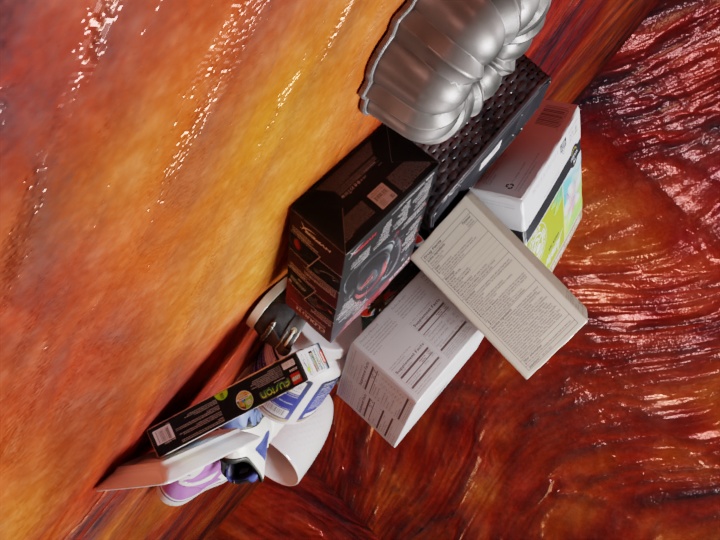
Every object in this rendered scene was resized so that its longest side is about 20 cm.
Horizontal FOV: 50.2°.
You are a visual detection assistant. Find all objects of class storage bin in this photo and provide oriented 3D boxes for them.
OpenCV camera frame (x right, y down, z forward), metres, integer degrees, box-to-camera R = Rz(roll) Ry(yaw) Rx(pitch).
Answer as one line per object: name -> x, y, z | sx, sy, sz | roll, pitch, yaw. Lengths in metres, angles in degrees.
storage bin -> 0.114, -0.157, 0.880 | 0.201, 0.094, 0.135 | -48, 172, -2

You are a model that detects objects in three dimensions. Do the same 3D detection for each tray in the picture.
tray -> -0.212, 0.220, 0.917 | 0.105, 0.023, 0.199 | -11, 178, 23

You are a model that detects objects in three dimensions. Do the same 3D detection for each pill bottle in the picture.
pill bottle -> -0.075, 0.115, 1.036 | 0.115, 0.115, 0.201 | -41, 170, -41

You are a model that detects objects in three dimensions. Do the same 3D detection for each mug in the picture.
mug -> -0.153, 0.317, 1.562 | 0.197, 0.149, 0.176 | -12, -150, 47

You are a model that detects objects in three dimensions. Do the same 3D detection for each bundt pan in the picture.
bundt pan -> 0.090, -0.190, 0.652 | 0.203, 0.075, 0.202 | -48, 173, -8

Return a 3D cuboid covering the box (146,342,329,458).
box -> -0.137, 0.147, 0.889 | 0.197, 0.035, 0.110 | -28, 175, 10

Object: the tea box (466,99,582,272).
tea box -> 0.209, -0.096, 1.054 | 0.201, 0.131, 0.199 | -53, 144, -31

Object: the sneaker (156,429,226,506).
sneaker -> -0.219, 0.278, 1.189 | 0.115, 0.072, 0.200 | -55, 170, 25

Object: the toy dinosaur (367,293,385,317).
toy dinosaur -> 0.000, 0.000, 1.036 | 0.059, 0.107, 0.203 | 15, 113, -37

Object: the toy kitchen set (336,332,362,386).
toy kitchen set -> -0.061, 0.199, 1.277 | 0.163, 0.180, 0.201 | -42, 166, -26

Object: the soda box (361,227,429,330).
soda box -> 0.026, 0.014, 1.121 | 0.069, 0.065, 0.200 | 5, 146, -35

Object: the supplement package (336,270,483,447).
supplement package -> 0.077, 0.100, 1.012 | 0.200, 0.110, 0.157 | -43, 163, -29

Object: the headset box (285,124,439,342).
headset box -> -0.004, -0.028, 0.806 | 0.149, 0.075, 0.202 | -44, 163, -27

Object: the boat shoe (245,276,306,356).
boat shoe -> -0.050, 0.021, 0.918 | 0.200, 0.067, 0.072 | -45, 171, -37

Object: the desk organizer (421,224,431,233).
desk organizer -> 0.065, -0.030, 1.268 | 0.200, 0.077, 0.072 | -46, 172, -19

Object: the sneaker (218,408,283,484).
sneaker -> -0.167, 0.253, 1.146 | 0.199, 0.078, 0.119 | 18, 75, -75

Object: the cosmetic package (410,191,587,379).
cosmetic package -> 0.165, 0.015, 0.913 | 0.104, 0.200, 0.073 | -45, 175, 18
